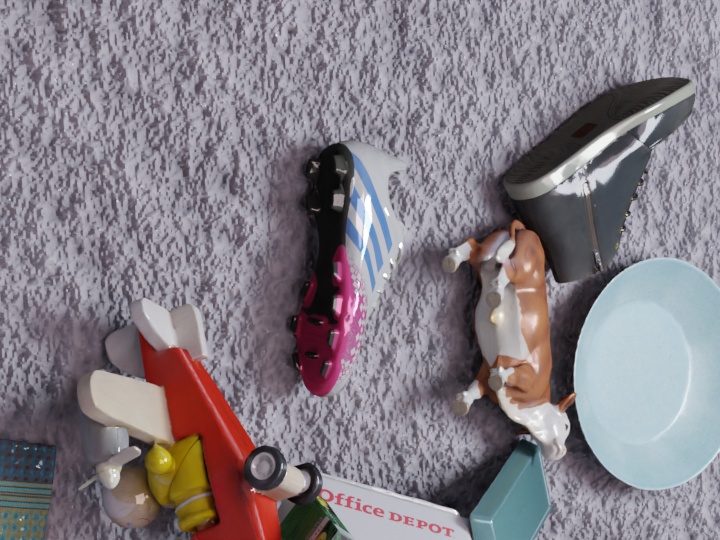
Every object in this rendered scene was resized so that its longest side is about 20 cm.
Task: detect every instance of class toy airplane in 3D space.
[{"bbox_3d":[-0.136,0.122,1.600,0.141,0.199,0.200,-41,108,9],"label":"toy airplane"}]

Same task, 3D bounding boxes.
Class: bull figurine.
[{"bbox_3d":[0.122,0.061,1.820,0.121,0.065,0.201,-9,91,-60],"label":"bull figurine"}]

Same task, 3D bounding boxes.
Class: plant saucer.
[{"bbox_3d":[0.123,0.196,1.791,0.200,0.019,0.070,-41,121,-70],"label":"plant saucer"},{"bbox_3d":[0.249,0.088,1.937,0.200,0.039,0.202,-2,93,-36],"label":"plant saucer"}]

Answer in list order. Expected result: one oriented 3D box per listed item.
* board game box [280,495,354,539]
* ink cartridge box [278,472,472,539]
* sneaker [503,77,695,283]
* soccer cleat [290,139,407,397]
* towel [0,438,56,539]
[{"bbox_3d":[-0.080,0.252,1.575,0.023,0.105,0.200,37,91,-15],"label":"board game box"},{"bbox_3d":[0.000,0.264,1.655,0.145,0.084,0.201,17,44,-11],"label":"ink cartridge box"},{"bbox_3d":[0.214,-0.080,1.894,0.200,0.075,0.107,-34,115,-20],"label":"sneaker"},{"bbox_3d":[0.000,0.000,1.736,0.086,0.070,0.201,7,87,-35],"label":"soccer cleat"},{"bbox_3d":[-0.290,0.214,1.566,0.146,0.022,0.201,11,83,-36],"label":"towel"}]
